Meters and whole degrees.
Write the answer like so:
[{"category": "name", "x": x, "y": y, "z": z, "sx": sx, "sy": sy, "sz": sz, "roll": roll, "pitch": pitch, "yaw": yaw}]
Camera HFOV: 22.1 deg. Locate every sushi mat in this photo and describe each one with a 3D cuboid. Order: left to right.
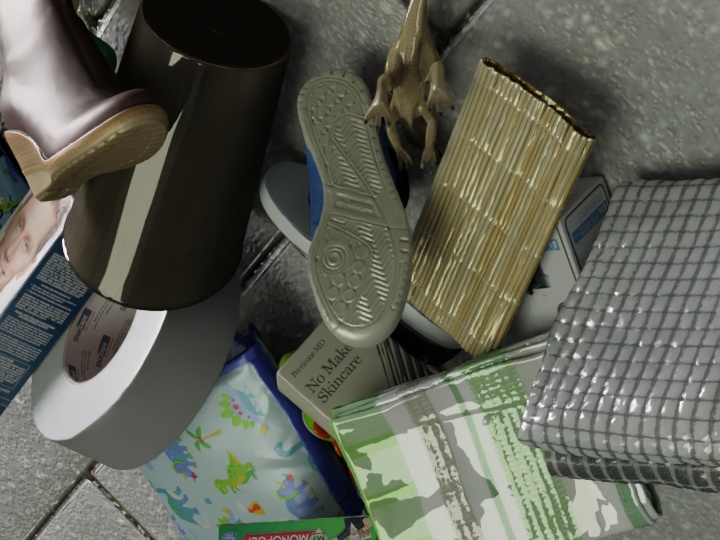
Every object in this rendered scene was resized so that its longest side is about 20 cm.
[{"category": "sushi mat", "x": 0.085, "y": -0.037, "z": 1.236, "sx": 0.096, "sy": 0.012, "sz": 0.200, "roll": 39, "pitch": 129, "yaw": 24}]

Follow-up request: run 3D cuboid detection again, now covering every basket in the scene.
[{"category": "basket", "x": -0.130, "y": -0.099, "z": 1.357, "sx": 0.136, "sy": 0.181, "sz": 0.200, "roll": 22, "pitch": 127, "yaw": 2}]

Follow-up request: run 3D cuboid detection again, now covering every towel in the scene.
[{"category": "towel", "x": 0.090, "y": 0.134, "z": 1.269, "sx": 0.199, "sy": 0.031, "sz": 0.150, "roll": -20, "pitch": 95, "yaw": 19}, {"category": "towel", "x": 0.206, "y": 0.040, "z": 1.156, "sx": 0.165, "sy": 0.201, "sz": 0.086, "roll": -1, "pitch": 147, "yaw": 45}]

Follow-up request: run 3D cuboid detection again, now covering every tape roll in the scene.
[{"category": "tape roll", "x": -0.183, "y": 0.056, "z": 1.481, "sx": 0.066, "sy": 0.201, "sz": 0.200, "roll": 29, "pitch": 148, "yaw": -30}]

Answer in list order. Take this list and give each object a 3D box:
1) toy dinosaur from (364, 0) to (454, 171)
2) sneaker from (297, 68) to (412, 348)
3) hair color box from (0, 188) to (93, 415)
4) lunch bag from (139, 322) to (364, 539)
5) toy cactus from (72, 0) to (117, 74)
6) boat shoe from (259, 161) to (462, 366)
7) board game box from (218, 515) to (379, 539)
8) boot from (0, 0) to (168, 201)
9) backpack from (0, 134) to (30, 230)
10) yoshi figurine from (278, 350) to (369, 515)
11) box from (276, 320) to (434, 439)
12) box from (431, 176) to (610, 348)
[{"category": "toy dinosaur", "x": 0.034, "y": -0.138, "z": 1.231, "sx": 0.058, "sy": 0.101, "sz": 0.201, "roll": 3, "pitch": 133, "yaw": 1}, {"category": "sneaker", "x": 0.001, "y": -0.030, "z": 1.290, "sx": 0.076, "sy": 0.201, "sz": 0.111, "roll": -14, "pitch": 157, "yaw": 6}, {"category": "hair color box", "x": -0.276, "y": 0.012, "z": 1.528, "sx": 0.060, "sy": 0.100, "sz": 0.200, "roll": 29, "pitch": 108, "yaw": -34}, {"category": "lunch bag", "x": -0.096, "y": 0.141, "z": 1.533, "sx": 0.200, "sy": 0.127, "sz": 0.170, "roll": -13, "pitch": 114, "yaw": 56}, {"category": "toy cactus", "x": -0.254, "y": -0.179, "z": 1.452, "sx": 0.200, "sy": 0.102, "sz": 0.166, "roll": 29, "pitch": 127, "yaw": 32}, {"category": "boat shoe", "x": 0.000, "y": 0.000, "z": 1.392, "sx": 0.200, "sy": 0.070, "sz": 0.066, "roll": 35, "pitch": 137, "yaw": 2}, {"category": "board game box", "x": -0.002, "y": 0.216, "z": 1.428, "sx": 0.134, "sy": 0.200, "sz": 0.029, "roll": -7, "pitch": 74, "yaw": 27}, {"category": "boot", "x": -0.205, "y": -0.146, "z": 1.276, "sx": 0.200, "sy": 0.072, "sz": 0.167, "roll": -19, "pitch": 83, "yaw": 57}, {"category": "backpack", "x": -0.372, "y": -0.057, "z": 1.607, "sx": 0.182, "sy": 0.135, "sz": 0.200, "roll": -16, "pitch": 113, "yaw": 47}, {"category": "yoshi figurine", "x": 0.017, "y": 0.115, "z": 1.464, "sx": 0.200, "sy": 0.112, "sz": 0.112, "roll": 50, "pitch": -178, "yaw": -25}, {"category": "box", "x": 0.036, "y": 0.117, "z": 1.351, "sx": 0.200, "sy": 0.082, "sz": 0.068, "roll": 39, "pitch": 170, "yaw": 7}, {"category": "box", "x": 0.140, "y": 0.037, "z": 1.300, "sx": 0.116, "sy": 0.060, "sz": 0.201, "roll": 0, "pitch": 122, "yaw": 41}]
